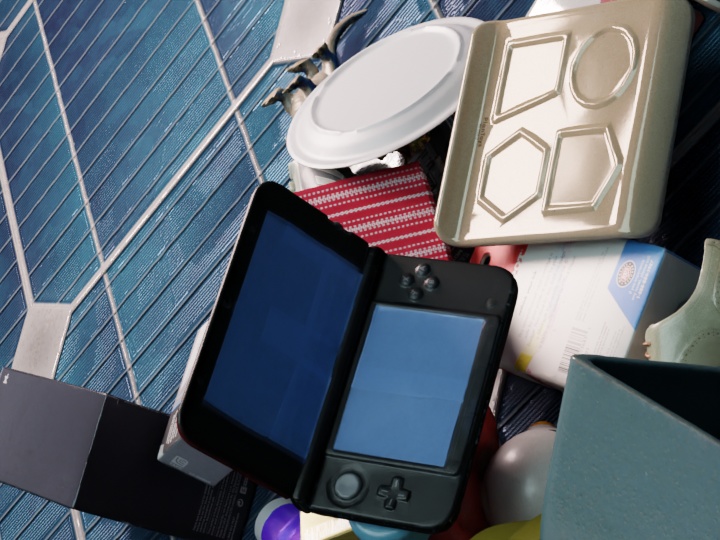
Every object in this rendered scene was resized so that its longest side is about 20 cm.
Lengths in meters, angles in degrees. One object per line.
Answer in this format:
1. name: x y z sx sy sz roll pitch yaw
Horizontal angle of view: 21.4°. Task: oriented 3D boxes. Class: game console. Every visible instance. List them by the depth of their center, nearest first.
1. game console: -0.004 0.056 1.296 0.171 0.119 0.202 6 64 24

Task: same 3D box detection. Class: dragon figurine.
1. dragon figurine: -0.025 -0.151 1.753 0.059 0.100 0.201 -29 21 39

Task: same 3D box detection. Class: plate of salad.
1. plate of salad: 0.029 -0.142 1.592 0.198 0.048 0.201 -23 31 14

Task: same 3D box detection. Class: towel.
1. towel: 0.000 0.000 1.478 0.143 0.023 0.201 -14 44 0

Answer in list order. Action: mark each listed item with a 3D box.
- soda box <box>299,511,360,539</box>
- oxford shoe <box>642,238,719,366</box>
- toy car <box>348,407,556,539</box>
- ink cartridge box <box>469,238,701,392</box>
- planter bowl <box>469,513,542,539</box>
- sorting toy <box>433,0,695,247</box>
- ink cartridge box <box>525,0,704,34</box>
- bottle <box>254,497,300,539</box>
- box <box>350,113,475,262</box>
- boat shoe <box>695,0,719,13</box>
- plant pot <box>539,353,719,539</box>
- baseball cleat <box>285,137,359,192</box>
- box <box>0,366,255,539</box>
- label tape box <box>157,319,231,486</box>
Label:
1. soda box: -0.008 0.165 1.507 0.063 0.068 0.201 -21 33 12
2. oxford shoe: 0.220 0.074 1.304 0.073 0.071 0.201 28 86 12
3. toy car: 0.110 0.148 1.384 0.198 0.185 0.179 -10 58 15
4. ink cartridge box: 0.159 0.031 1.425 0.199 0.067 0.117 18 85 54
5. planter bowl: 0.101 0.232 1.271 0.083 0.200 0.202 22 89 36
6. sorting toy: 0.153 -0.107 1.427 0.199 0.036 0.187 -1 72 43
7. ink cartridge box: 0.166 -0.147 1.506 0.201 0.067 0.116 -59 38 11
8. bottle: -0.020 0.245 1.542 0.200 0.065 0.084 30 94 54
9. box: 0.028 -0.035 1.638 0.200 0.051 0.158 -51 39 20
10. boat shoe: 0.240 -0.253 1.470 0.057 0.066 0.200 -62 33 15
11. plant pot: 0.223 0.184 1.164 0.195 0.195 0.202 32 109 48
12. baseball cleat: -0.008 -0.055 1.599 0.105 0.070 0.201 -10 44 2
13. box: -0.222 0.171 1.737 0.199 0.181 0.105 7 77 53
14. label tape box: -0.087 0.074 1.604 0.200 0.063 0.145 -43 25 47
